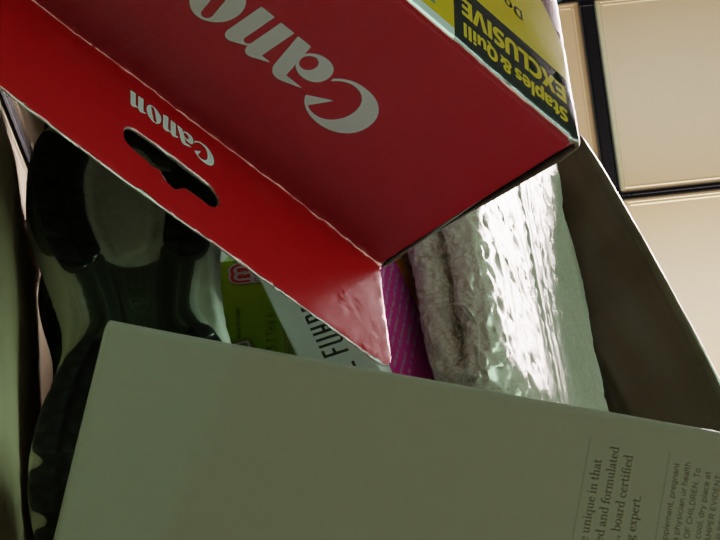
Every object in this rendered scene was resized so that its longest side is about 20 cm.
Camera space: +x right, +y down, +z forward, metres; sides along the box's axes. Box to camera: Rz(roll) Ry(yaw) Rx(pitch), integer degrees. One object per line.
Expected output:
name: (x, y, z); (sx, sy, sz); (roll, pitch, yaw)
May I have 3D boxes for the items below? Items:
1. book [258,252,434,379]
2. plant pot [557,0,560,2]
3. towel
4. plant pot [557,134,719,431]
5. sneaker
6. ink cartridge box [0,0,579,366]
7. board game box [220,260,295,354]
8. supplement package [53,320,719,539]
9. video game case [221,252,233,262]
book: (0.000, 0.000, 0.961); (0.134, 0.048, 0.201); (-84, 153, -59)
plant pot: (0.028, -0.180, 1.174); (0.200, 0.141, 0.142); (39, -30, 59)
towel: (0.044, -0.018, 1.002); (0.133, 0.034, 0.201); (44, 31, -54)
plant pot: (0.060, 0.070, 1.145); (0.201, 0.173, 0.200); (61, 4, -7)
sneaker: (-0.072, 0.047, 0.911); (0.089, 0.076, 0.201); (99, -11, -57)
ink cartridge box: (-0.029, -0.097, 0.815); (0.200, 0.084, 0.176); (36, 34, -37)
board game box: (-0.050, 0.075, 0.995); (0.200, 0.101, 0.048); (-96, 179, -53)
supplement package: (0.020, 0.121, 0.741); (0.151, 0.199, 0.153); (82, 20, -72)
video game case: (-0.031, -0.048, 1.100); (0.143, 0.017, 0.201); (-42, 150, -33)
